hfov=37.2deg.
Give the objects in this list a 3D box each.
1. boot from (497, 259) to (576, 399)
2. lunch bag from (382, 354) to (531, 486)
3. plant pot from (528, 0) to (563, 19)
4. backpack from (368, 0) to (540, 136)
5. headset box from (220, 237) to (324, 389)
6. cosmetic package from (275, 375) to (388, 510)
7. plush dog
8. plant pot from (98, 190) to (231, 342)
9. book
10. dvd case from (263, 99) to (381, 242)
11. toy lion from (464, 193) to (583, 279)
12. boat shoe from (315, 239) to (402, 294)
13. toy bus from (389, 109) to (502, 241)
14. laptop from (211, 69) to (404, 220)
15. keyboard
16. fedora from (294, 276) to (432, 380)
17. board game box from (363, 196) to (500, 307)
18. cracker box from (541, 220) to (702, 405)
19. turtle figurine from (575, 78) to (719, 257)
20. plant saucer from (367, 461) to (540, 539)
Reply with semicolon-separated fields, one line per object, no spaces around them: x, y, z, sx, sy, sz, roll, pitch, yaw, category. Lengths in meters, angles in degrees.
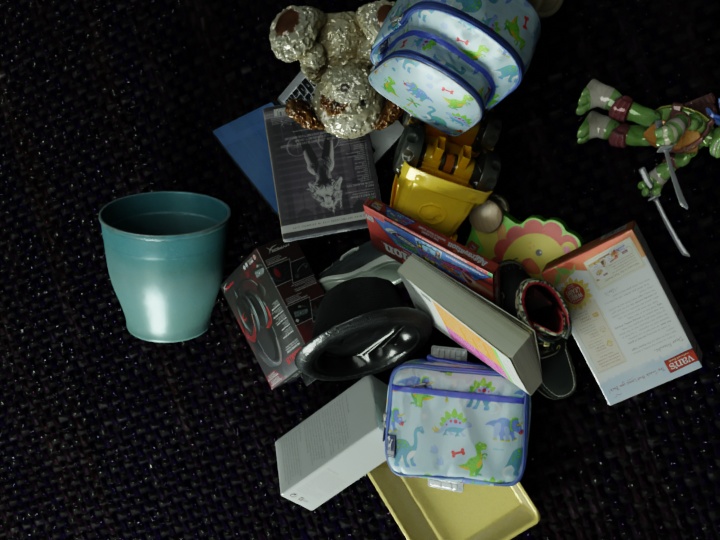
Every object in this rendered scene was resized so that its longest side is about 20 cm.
0.235;0.089;1.377;0.073;0.154;0.206;-27;98;-3;boot
0.131;0.202;1.449;0.197;0.082;0.164;6;91;9;lunch bag
0.146;-0.399;1.405;0.172;0.199;0.203;-16;88;41;plant pot
0.117;-0.268;1.312;0.182;0.200;0.148;31;67;-11;backpack
-0.111;0.072;1.586;0.148;0.074;0.202;-38;77;53;headset box
-0.030;0.254;1.574;0.199;0.071;0.102;-38;40;24;cosmetic package
-0.022;-0.271;1.492;0.196;0.160;0.175;-2;89;3;plush dog
-0.296;0.000;1.644;0.197;0.200;0.191;12;114;24;plant pot
0.141;0.073;1.379;0.199;0.134;0.048;36;75;31;book
-0.053;-0.150;1.526;0.146;0.016;0.203;-10;75;-1;dvd case
0.207;0.004;1.475;0.191;0.069;0.201;38;109;9;toy lion
0.000;0.000;1.568;0.198;0.075;0.061;-19;48;35;boat shoe
0.102;-0.129;1.465;0.134;0.202;0.193;16;136;-7;toy bus
-0.074;-0.203;1.553;0.200;0.116;0.188;-45;77;22;laptop
0.122;0.208;1.503;0.055;0.011;0.204;3;95;25;keyboard
-0.002;0.072;1.456;0.199;0.200;0.093;-27;60;24;fedora
0.093;-0.019;1.385;0.198;0.103;0.020;30;68;24;board game box
0.341;0.056;1.392;0.133;0.058;0.202;-26;94;23;cracker box
0.356;-0.146;1.342;0.192;0.143;0.203;25;101;25;turtle figurine
0.135;0.312;1.537;0.199;0.048;0.201;-37;79;22;plant saucer
